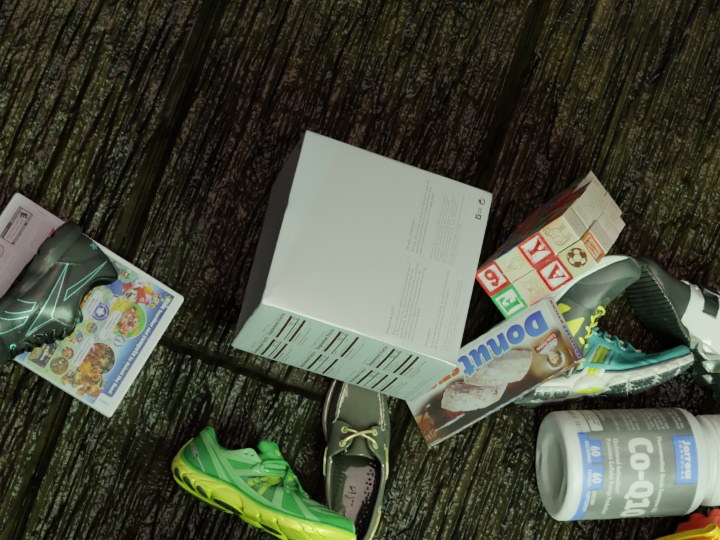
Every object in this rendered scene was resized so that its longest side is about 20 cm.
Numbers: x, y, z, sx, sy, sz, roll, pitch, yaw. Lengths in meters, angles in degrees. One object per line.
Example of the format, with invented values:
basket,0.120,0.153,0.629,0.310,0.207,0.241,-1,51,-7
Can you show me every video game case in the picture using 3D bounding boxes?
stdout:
video game case,-0.298,0.035,1.589,0.200,0.018,0.143,33,77,-7

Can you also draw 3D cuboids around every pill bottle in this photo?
pill bottle,0.293,0.201,1.655,0.199,0.114,0.114,-1,84,-13

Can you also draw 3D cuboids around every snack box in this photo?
snack box,0.130,0.104,1.600,0.024,0.200,0.072,-9,69,-55

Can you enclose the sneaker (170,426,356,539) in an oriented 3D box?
sneaker,-0.090,0.213,1.568,0.200,0.074,0.084,25,69,12

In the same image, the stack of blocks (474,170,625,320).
stack of blocks,0.204,-0.035,1.606,0.115,0.200,0.059,-35,94,30

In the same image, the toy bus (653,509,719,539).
toy bus,0.315,0.334,1.633,0.136,0.200,0.192,49,45,-16

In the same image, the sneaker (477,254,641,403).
sneaker,0.212,0.063,1.623,0.200,0.074,0.085,-37,66,11

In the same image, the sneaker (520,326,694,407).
sneaker,0.254,0.093,1.675,0.199,0.078,0.080,-4,73,-5

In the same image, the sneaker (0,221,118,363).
sneaker,-0.319,0.046,1.536,0.079,0.075,0.200,41,77,-8

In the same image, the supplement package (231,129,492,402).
supplement package,0.000,0.000,1.577,0.199,0.147,0.192,18,66,-10

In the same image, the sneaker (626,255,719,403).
sneaker,0.364,0.046,1.712,0.089,0.074,0.200,-47,107,-18

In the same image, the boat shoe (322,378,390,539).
boat shoe,-0.003,0.190,1.616,0.072,0.060,0.202,7,82,-11
